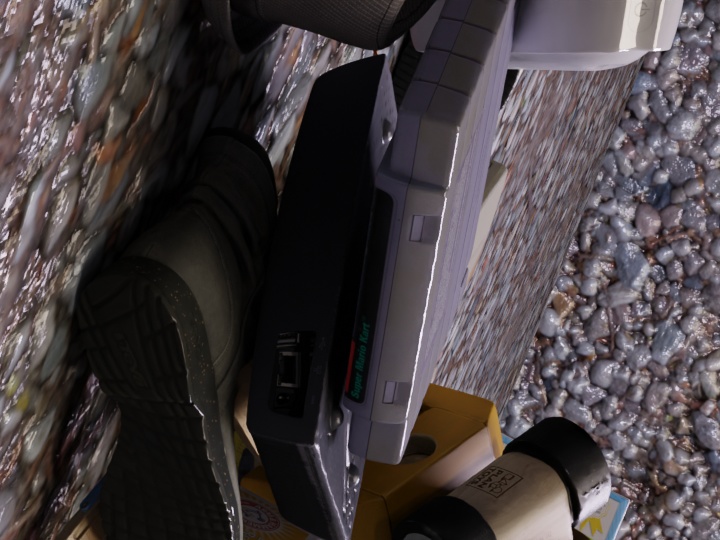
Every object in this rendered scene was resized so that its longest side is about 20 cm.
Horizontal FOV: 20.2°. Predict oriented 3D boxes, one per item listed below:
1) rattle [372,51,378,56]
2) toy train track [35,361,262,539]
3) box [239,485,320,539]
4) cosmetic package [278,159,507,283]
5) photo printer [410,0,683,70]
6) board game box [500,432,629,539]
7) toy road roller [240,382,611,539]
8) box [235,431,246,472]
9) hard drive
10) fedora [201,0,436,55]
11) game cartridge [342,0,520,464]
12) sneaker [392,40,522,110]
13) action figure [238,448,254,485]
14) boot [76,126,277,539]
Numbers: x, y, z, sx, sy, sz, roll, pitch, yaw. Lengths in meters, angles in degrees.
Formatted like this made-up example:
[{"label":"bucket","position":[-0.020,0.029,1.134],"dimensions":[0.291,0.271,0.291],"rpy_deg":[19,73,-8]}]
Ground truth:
[{"label":"rattle","position":[0.033,-0.186,1.100],"dimensions":[0.200,0.142,0.131],"rpy_deg":[-47,131,-20]},{"label":"toy train track","position":[-0.097,0.075,0.961],"dimensions":[0.200,0.032,0.115],"rpy_deg":[-51,131,-29]},{"label":"box","position":[-0.108,0.215,1.052],"dimensions":[0.202,0.101,0.112],"rpy_deg":[-70,169,20]},{"label":"cosmetic package","position":[0.000,0.000,1.141],"dimensions":[0.200,0.103,0.088],"rpy_deg":[-50,161,-54]},{"label":"photo printer","position":[0.083,-0.174,0.906],"dimensions":[0.200,0.069,0.168],"rpy_deg":[-165,-107,-69]},{"label":"board game box","position":[0.062,0.167,1.309],"dimensions":[0.135,0.199,0.034],"rpy_deg":[-65,-169,-15]},{"label":"toy road roller","position":[0.041,0.156,1.108],"dimensions":[0.122,0.199,0.147],"rpy_deg":[-30,122,-36]},{"label":"box","position":[-0.034,0.072,1.272],"dimensions":[0.075,0.050,0.201],"rpy_deg":[74,41,-77]},{"label":"hard drive","position":[-0.013,0.014,0.950],"dimensions":[0.135,0.042,0.202],"rpy_deg":[76,21,-61]},{"label":"fedora","position":[0.010,-0.172,0.822],"dimensions":[0.177,0.090,0.202],"rpy_deg":[-10,123,-79]},{"label":"game cartridge","position":[0.030,-0.026,0.866],"dimensions":[0.130,0.038,0.201],"rpy_deg":[-61,165,-44]},{"label":"sneaker","position":[0.085,-0.167,1.272],"dimensions":[0.201,0.074,0.089],"rpy_deg":[-62,177,21]},{"label":"action figure","position":[-0.023,0.155,1.179],"dimensions":[0.104,0.192,0.202],"rpy_deg":[167,-70,-66]},{"label":"boot","position":[-0.064,0.047,0.918],"dimensions":[0.131,0.067,0.202],"rpy_deg":[-54,149,-49]}]
